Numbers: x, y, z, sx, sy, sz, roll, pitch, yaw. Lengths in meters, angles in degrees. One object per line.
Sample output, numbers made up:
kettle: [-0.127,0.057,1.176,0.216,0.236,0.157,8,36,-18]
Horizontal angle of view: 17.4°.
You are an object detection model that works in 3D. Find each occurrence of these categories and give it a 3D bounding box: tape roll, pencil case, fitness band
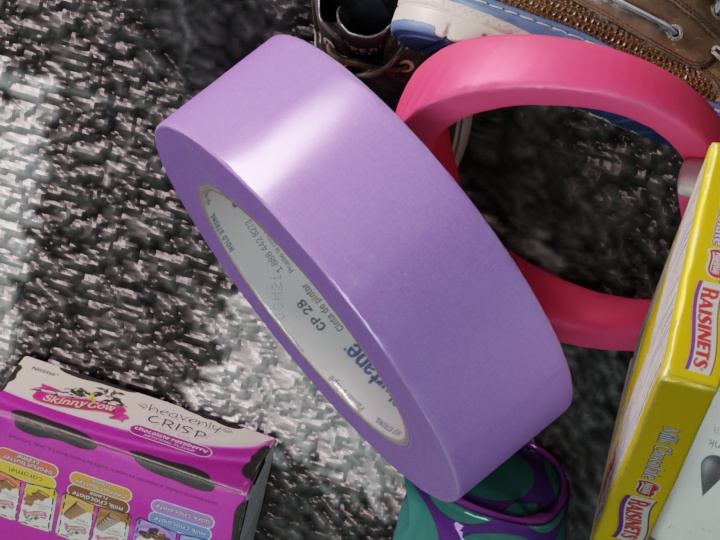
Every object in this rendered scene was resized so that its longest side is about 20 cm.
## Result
tape roll: [0.000,0.000,0.990,0.066,0.200,0.200,-39,103,-12]
pencil case: [0.038,0.172,1.124,0.092,0.085,0.200,43,129,43]
fitness band: [0.087,-0.027,0.988,0.143,0.037,0.200,8,151,16]

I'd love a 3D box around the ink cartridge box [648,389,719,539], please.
ink cartridge box: [0.202,0.115,1.052,0.144,0.084,0.200,19,119,5]

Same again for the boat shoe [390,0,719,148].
boat shoe: [0.116,-0.098,0.975,0.200,0.072,0.073,19,87,-16]

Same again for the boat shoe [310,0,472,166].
boat shoe: [0.008,-0.115,1.005,0.070,0.066,0.200,5,116,13]

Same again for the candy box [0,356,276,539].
candy box: [-0.130,0.157,1.177,0.136,0.061,0.200,18,118,6]

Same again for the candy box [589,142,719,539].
candy box: [0.124,0.041,0.944,0.026,0.102,0.200,12,154,3]
